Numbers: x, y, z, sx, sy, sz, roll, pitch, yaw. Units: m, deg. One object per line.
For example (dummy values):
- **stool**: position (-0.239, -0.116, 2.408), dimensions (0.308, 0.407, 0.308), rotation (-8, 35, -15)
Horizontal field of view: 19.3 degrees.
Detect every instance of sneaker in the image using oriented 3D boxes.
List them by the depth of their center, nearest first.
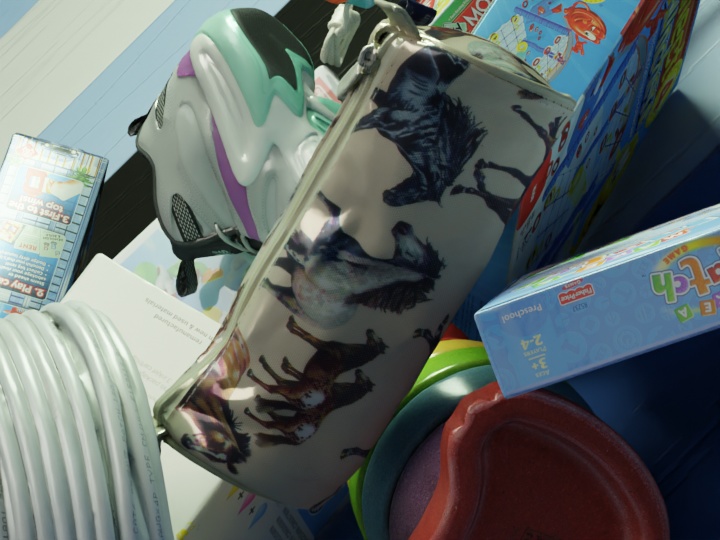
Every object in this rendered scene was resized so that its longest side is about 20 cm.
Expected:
- **sneaker**: position (-0.045, -0.022, 1.099), dimensions (0.140, 0.200, 0.078), rotation (-45, -18, 26)

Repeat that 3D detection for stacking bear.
- **stacking bear**: position (0.037, 0.075, 0.875), dimensions (0.122, 0.114, 0.200), rotation (-64, 24, 11)

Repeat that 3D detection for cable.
- **cable**: position (-0.115, 0.113, 0.797), dimensions (0.069, 0.201, 0.200), rotation (-8, 0, -16)

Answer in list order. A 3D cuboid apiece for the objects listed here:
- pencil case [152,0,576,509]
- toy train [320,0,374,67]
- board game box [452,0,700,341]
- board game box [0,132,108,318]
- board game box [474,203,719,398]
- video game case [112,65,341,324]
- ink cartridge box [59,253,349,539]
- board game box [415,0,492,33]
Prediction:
- **pencil case**: position (-0.005, -0.002, 0.799), dimensions (0.200, 0.089, 0.078), rotation (-59, 19, 8)
- **toy train**: position (0.037, -0.205, 1.141), dimensions (0.150, 0.056, 0.200), rotation (80, -149, -70)
- **board game box**: position (0.089, -0.074, 0.956), dimensions (0.196, 0.056, 0.200), rotation (-56, -14, -21)
- **board game box**: position (-0.210, 0.061, 1.222), dimensions (0.200, 0.062, 0.200), rotation (-78, 5, -51)
- **board game box**: position (0.126, -0.002, 0.790), dimensions (0.151, 0.037, 0.200), rotation (-19, -1, 9)
- **video game case**: position (-0.051, 0.005, 1.137), dimensions (0.200, 0.017, 0.143), rotation (-43, 63, 7)
- **ink cartridge box**: position (-0.116, 0.123, 0.977), dimensions (0.125, 0.129, 0.200), rotation (28, 73, 24)
- **board game box**: position (0.072, -0.173, 1.097), dimensions (0.135, 0.029, 0.200), rotation (-46, 14, 26)
